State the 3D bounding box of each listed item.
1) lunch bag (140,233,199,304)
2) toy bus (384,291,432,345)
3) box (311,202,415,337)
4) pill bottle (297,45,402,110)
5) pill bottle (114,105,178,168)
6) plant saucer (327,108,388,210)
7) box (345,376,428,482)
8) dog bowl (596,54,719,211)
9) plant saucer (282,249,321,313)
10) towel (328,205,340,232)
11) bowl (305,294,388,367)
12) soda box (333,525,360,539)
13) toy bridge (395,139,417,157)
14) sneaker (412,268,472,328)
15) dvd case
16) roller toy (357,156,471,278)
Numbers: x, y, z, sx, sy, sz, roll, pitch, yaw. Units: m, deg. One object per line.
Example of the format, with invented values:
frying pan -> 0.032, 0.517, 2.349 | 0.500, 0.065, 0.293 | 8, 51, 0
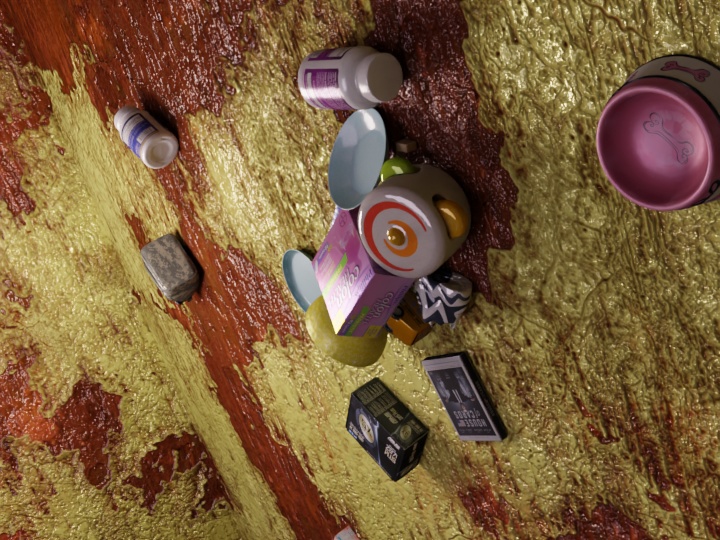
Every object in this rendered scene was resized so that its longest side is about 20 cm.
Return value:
lunch bag -> -0.634, 0.003, 2.620 | 0.200, 0.139, 0.168 | 53, 165, 15
toy bus -> 0.065, 0.065, 1.666 | 0.200, 0.078, 0.065 | 49, 149, 19
box -> 0.000, 0.000, 1.546 | 0.176, 0.096, 0.201 | -58, 40, 36
pill bottle -> -0.017, -0.348, 1.414 | 0.199, 0.112, 0.113 | 17, 128, 51
pill bottle -> -0.637, -0.401, 2.295 | 0.200, 0.119, 0.120 | 42, 145, 30
plant saucer -> 0.004, -0.213, 1.508 | 0.201, 0.039, 0.202 | -21, 64, 52
box -> 0.062, 0.396, 1.938 | 0.200, 0.086, 0.164 | 44, 145, 27
dog bowl -> 0.390, -0.165, 0.992 | 0.200, 0.074, 0.201 | 37, 143, 35
plant saucer -> -0.130, 0.033, 1.985 | 0.200, 0.027, 0.201 | 36, 141, 36
towel -> -0.010, -0.094, 1.702 | 0.145, 0.024, 0.201 | 46, 147, 22
bowl -> -0.012, 0.103, 1.730 | 0.200, 0.200, 0.108 | 49, 127, 20
soda box -> -0.003, 0.924, 2.495 | 0.200, 0.063, 0.069 | 45, 146, 27
toy bridge -> 0.092, -0.154, 1.494 | 0.067, 0.027, 0.201 | 24, 133, 50
sneaker -> 0.130, 0.045, 1.549 | 0.198, 0.079, 0.130 | 27, 128, 29
dvd case -> 0.219, 0.271, 1.660 | 0.150, 0.025, 0.201 | -21, 96, 60
roller toy -> 0.096, -0.084, 1.399 | 0.199, 0.140, 0.183 | 31, 133, 17
